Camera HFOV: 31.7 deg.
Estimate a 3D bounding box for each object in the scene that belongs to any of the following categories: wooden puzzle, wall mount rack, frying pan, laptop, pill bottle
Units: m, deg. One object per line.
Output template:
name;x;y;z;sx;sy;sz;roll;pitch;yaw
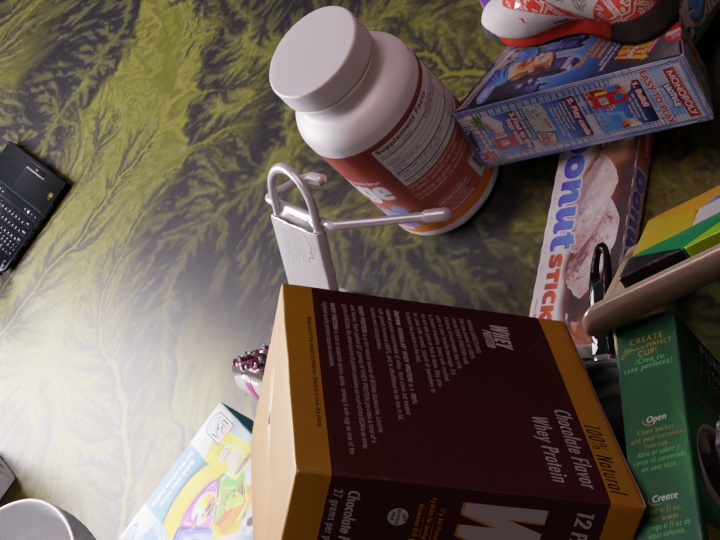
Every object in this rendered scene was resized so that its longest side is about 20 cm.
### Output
wooden puzzle;0.237;-0.032;0.806;0.184;0.200;0.037;-29;92;26
wall mount rack;0.000;0.000;1.016;0.074;0.201;0.173;-29;32;-28
frying pan;0.159;0.088;0.882;0.115;0.031;0.191;-41;41;35
laptop;-0.470;-0.071;1.492;0.177;0.103;0.201;31;85;47
pill bottle;0.019;-0.121;1.031;0.112;0.200;0.113;-22;50;28

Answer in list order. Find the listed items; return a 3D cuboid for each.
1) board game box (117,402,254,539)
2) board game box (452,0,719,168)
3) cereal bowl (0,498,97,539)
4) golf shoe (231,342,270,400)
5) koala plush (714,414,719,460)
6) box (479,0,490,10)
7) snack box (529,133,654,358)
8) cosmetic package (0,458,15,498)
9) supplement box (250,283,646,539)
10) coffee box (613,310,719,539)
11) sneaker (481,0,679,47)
board game box;-0.097;0.220;1.018;0.151;0.047;0.200;-54;42;-1
board game box;0.204;-0.169;0.981;0.199;0.062;0.200;6;50;51
cereal bowl;-0.287;0.307;1.097;0.199;0.083;0.201;-22;51;29
golf shoe;-0.028;0.111;1.000;0.199;0.072;0.093;12;113;41
koala plush;0.313;0.090;0.662;0.184;0.178;0.200;-44;55;-10
box;0.201;-0.295;1.074;0.199;0.039;0.137;-13;32;35
snack box;0.176;-0.029;0.964;0.072;0.024;0.201;-7;59;40
cosmetic package;-0.449;0.255;1.259;0.201;0.101;0.071;-55;42;-4
supplement box;0.041;0.125;0.790;0.198;0.198;0.134;-101;21;-60
coffee box;0.203;0.139;0.759;0.044;0.123;0.201;-20;53;30
sneaker;0.144;-0.230;0.961;0.067;0.108;0.201;-46;29;-17
